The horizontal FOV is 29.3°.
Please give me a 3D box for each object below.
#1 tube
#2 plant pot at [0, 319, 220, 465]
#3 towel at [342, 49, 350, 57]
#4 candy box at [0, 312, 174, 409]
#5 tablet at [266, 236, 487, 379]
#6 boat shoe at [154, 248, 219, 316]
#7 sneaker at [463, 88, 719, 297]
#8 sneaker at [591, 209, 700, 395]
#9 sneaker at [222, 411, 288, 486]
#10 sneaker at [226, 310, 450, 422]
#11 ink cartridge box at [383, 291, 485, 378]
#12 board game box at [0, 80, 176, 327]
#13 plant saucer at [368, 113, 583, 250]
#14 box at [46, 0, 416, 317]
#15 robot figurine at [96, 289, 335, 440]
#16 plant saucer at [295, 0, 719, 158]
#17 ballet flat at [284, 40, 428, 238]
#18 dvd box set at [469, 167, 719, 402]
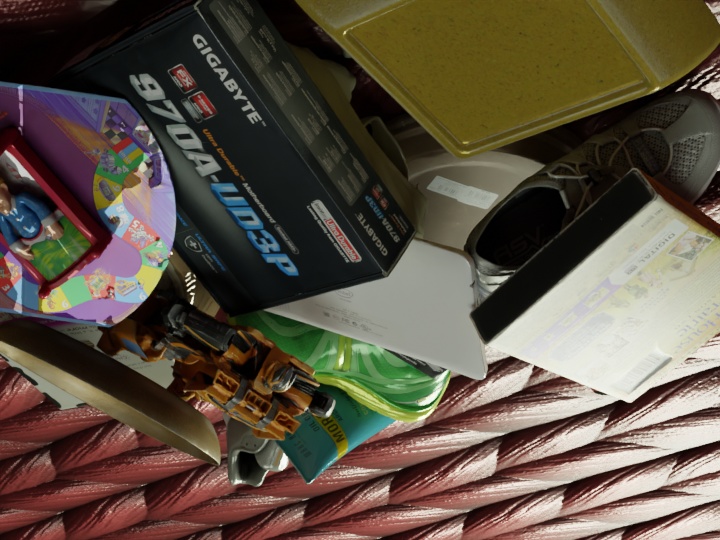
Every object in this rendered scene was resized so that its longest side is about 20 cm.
[{"bbox_3d":[-0.015,0.114,1.111,0.199,0.077,0.051,-19,148,-57],"label":"tube"},{"bbox_3d":[-0.187,0.087,1.025,0.198,0.028,0.200,26,167,6],"label":"plant pot"},{"bbox_3d":[0.053,-0.199,0.766,0.190,0.035,0.201,-5,148,15],"label":"towel"},{"bbox_3d":[-0.228,0.031,1.091,0.135,0.062,0.201,-10,144,17],"label":"candy box"},{"bbox_3d":[-0.009,0.008,0.935,0.198,0.014,0.131,16,144,23],"label":"tablet"},{"bbox_3d":[-0.141,-0.016,1.016,0.064,0.073,0.200,22,162,14],"label":"boat shoe"},{"bbox_3d":[0.151,-0.045,0.885,0.199,0.075,0.082,-38,165,11],"label":"sneaker"},{"bbox_3d":[0.193,0.017,1.050,0.086,0.074,0.201,12,138,-3],"label":"sneaker"},{"bbox_3d":[-0.060,0.119,1.179,0.075,0.093,0.200,16,138,-19],"label":"sneaker"},{"bbox_3d":[-0.014,0.050,1.072,0.198,0.074,0.084,21,118,-25],"label":"sneaker"},{"bbox_3d":[0.000,0.000,0.992,0.199,0.045,0.094,32,148,-12],"label":"ink cartridge box"},{"bbox_3d":[-0.215,-0.034,0.848,0.197,0.039,0.160,9,117,3],"label":"board game box"},{"bbox_3d":[0.077,-0.045,0.990,0.197,0.030,0.201,2,146,2],"label":"plant saucer"},{"bbox_3d":[-0.081,-0.070,0.854,0.158,0.046,0.201,-14,120,44],"label":"box"},{"bbox_3d":[-0.103,0.066,0.960,0.144,0.059,0.199,36,167,-30],"label":"robot figurine"},{"bbox_3d":[0.080,-0.138,0.784,0.198,0.049,0.200,-18,142,32],"label":"plant saucer"},{"bbox_3d":[-0.017,-0.090,0.889,0.069,0.070,0.201,-19,122,30],"label":"ballet flat"},{"bbox_3d":[0.181,0.017,0.916,0.146,0.030,0.199,-43,143,21],"label":"dvd box set"}]
